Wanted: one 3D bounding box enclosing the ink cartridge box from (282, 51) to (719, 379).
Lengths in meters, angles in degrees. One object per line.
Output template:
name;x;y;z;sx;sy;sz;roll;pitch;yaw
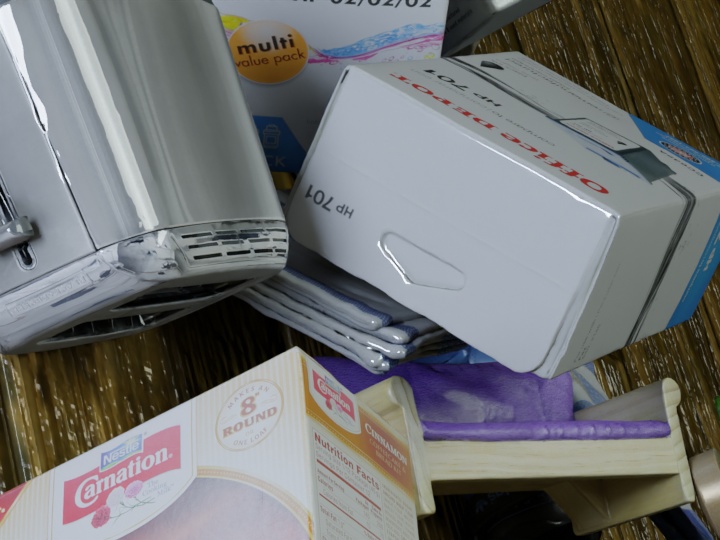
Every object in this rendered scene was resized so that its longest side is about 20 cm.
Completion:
ink cartridge box;0.077;-0.031;1.041;0.146;0.086;0.200;31;17;19

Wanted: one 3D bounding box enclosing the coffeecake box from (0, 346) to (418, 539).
coffeecake box;-0.056;0.148;0.744;0.073;0.153;0.201;43;30;-40

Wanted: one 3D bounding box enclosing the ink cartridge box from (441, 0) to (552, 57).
ink cartridge box;0.060;-0.241;1.230;0.145;0.083;0.201;-29;88;-25

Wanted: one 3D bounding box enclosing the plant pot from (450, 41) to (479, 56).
plant pot;0.025;-0.219;1.341;0.187;0.187;0.201;39;47;-46

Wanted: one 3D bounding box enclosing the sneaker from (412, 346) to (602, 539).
sneaker;0.070;0.087;1.196;0.200;0.077;0.111;52;14;-42

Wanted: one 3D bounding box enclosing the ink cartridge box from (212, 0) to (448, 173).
ink cartridge box;-0.017;-0.140;1.075;0.068;0.115;0.201;-92;-174;-45

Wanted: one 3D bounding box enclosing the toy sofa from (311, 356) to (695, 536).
toy sofa;0.064;0.078;1.090;0.199;0.083;0.098;3;70;-41

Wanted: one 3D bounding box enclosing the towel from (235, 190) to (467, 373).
towel;0.000;0.000;1.068;0.147;0.024;0.200;27;17;23

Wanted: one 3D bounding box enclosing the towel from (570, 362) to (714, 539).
towel;0.139;0.079;1.340;0.147;0.024;0.200;49;6;-40

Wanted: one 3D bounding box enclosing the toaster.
toaster;-0.106;-0.044;0.907;0.200;0.113;0.130;-7;76;-69

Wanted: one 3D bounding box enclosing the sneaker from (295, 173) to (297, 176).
sneaker;-0.002;-0.110;1.204;0.199;0.115;0.081;41;32;-44

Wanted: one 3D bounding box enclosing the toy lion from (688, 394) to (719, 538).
toy lion;0.238;0.154;1.190;0.201;0.068;0.192;68;11;10
